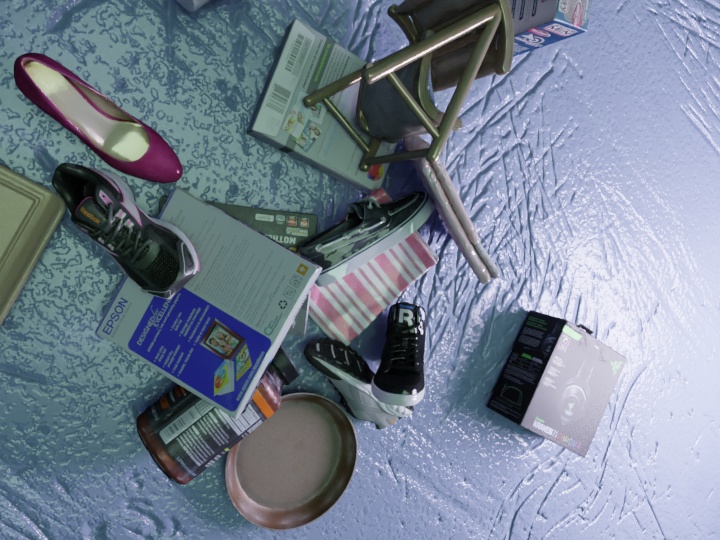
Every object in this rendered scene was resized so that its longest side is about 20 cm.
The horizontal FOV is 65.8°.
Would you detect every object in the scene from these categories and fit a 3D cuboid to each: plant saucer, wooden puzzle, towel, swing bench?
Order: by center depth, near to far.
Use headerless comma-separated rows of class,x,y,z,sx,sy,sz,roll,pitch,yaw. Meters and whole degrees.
wooden puzzle,-0.457,-0.044,0.606,0.198,0.037,0.187,30,85,-20
swing bench,0.064,-0.240,0.678,0.130,0.198,0.201,45,78,-22
towel,0.119,-0.096,0.768,0.032,0.200,0.192,-29,111,7
towel,0.000,0.000,0.796,0.200,0.030,0.147,-43,111,0
plant saucer,-0.099,0.272,0.806,0.197,0.032,0.204,-3,98,-23

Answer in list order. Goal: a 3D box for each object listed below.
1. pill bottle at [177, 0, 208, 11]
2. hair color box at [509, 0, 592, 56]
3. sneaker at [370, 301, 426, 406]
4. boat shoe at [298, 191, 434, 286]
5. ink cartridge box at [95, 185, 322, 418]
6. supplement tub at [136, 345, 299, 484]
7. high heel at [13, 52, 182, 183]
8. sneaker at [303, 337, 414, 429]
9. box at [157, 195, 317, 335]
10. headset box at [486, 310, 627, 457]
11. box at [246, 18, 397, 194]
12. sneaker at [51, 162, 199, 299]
pill bottle,-0.147,-0.399,0.654,0.200,0.111,0.111,-44,111,-13
hair color box,0.229,-0.364,0.778,0.060,0.199,0.102,6,95,-24
sneaker,0.055,0.104,0.773,0.072,0.200,0.114,3,98,5
boat shoe,0.009,-0.060,0.721,0.199,0.072,0.068,-33,111,-14
ink cartridge box,-0.177,0.035,0.659,0.198,0.043,0.200,29,88,3
supplement tub,-0.176,0.169,0.718,0.199,0.107,0.108,-37,110,-16
high heel,-0.287,-0.166,0.629,0.200,0.096,0.068,41,80,-23
sneaker,-0.009,0.172,0.809,0.079,0.074,0.200,-43,116,14
box,-0.161,-0.004,0.718,0.197,0.048,0.161,6,93,-16
headset box,0.342,0.187,0.960,0.173,0.093,0.202,30,84,-25
box,-0.036,-0.218,0.766,0.198,0.041,0.158,22,88,-24
sneaker,-0.268,-0.045,0.608,0.199,0.086,0.081,37,92,16
